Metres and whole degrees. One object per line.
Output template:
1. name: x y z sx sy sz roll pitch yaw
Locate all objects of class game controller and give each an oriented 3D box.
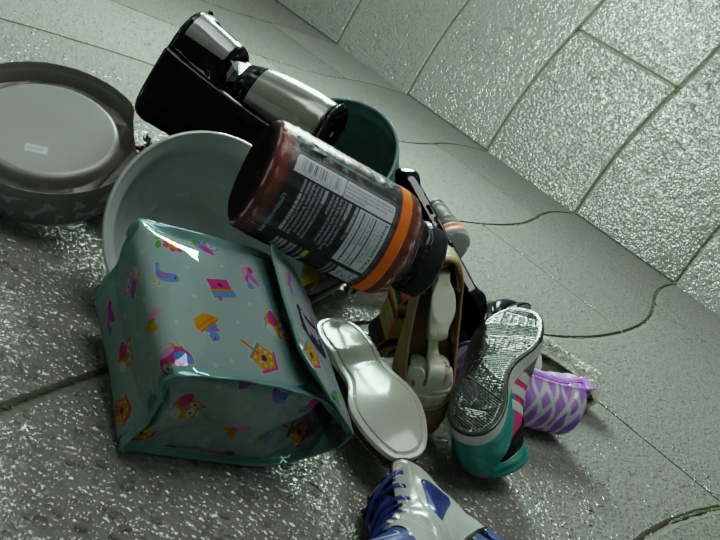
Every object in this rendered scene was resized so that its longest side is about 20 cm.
1. game controller: 0.088 -0.022 0.957 0.202 0.042 0.104 63 2 20

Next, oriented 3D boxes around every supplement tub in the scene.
1. supplement tub: -0.016 -0.048 0.780 0.198 0.108 0.107 27 18 -23

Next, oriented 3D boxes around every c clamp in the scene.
1. c clamp: 0.000 0.000 0.973 0.027 0.170 0.200 54 29 -6

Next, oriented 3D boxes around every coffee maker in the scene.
1. coffee maker: -0.141 -0.151 0.917 0.198 0.194 0.135 32 -19 3

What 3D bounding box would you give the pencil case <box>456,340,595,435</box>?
1. pencil case: 0.189 0.142 1.028 0.198 0.086 0.084 20 23 -33

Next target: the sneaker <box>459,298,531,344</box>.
1. sneaker: 0.163 0.072 1.090 0.112 0.077 0.200 6 0 10

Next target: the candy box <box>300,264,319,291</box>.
1. candy box: -0.119 -0.004 0.971 0.102 0.026 0.200 47 17 5

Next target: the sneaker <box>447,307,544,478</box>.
1. sneaker: 0.148 0.141 0.892 0.082 0.122 0.201 12 41 25

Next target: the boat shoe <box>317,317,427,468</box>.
1. boat shoe: 0.001 0.126 0.817 0.073 0.061 0.200 -5 35 -29

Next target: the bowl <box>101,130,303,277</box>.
1. bowl: -0.159 -0.028 0.815 0.199 0.205 0.090 20 -9 -29

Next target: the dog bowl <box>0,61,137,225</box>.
1. dog bowl: -0.322 -0.129 0.860 0.197 0.059 0.202 13 45 -13

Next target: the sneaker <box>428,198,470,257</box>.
1. sneaker: 0.087 -0.021 1.109 0.076 0.201 0.083 -10 60 -24

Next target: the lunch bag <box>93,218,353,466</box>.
1. lunch bag: -0.102 0.063 0.697 0.198 0.123 0.172 13 37 -36

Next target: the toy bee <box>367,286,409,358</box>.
1. toy bee: 0.047 0.069 0.953 0.107 0.203 0.132 -11 36 -7

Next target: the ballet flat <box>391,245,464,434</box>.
1. ballet flat: 0.069 0.075 0.845 0.067 0.204 0.063 2 8 -10

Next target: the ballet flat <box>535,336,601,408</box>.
1. ballet flat: 0.264 0.137 1.192 0.198 0.072 0.072 26 19 -14

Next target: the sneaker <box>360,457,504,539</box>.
1. sneaker: 0.031 0.208 0.645 0.115 0.081 0.198 39 13 34

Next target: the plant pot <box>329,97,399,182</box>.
1. plant pot: -0.039 -0.099 1.067 0.200 0.199 0.135 43 -17 34

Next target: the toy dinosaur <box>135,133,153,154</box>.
1. toy dinosaur: -0.237 -0.089 0.978 0.135 0.101 0.203 -34 104 -54
